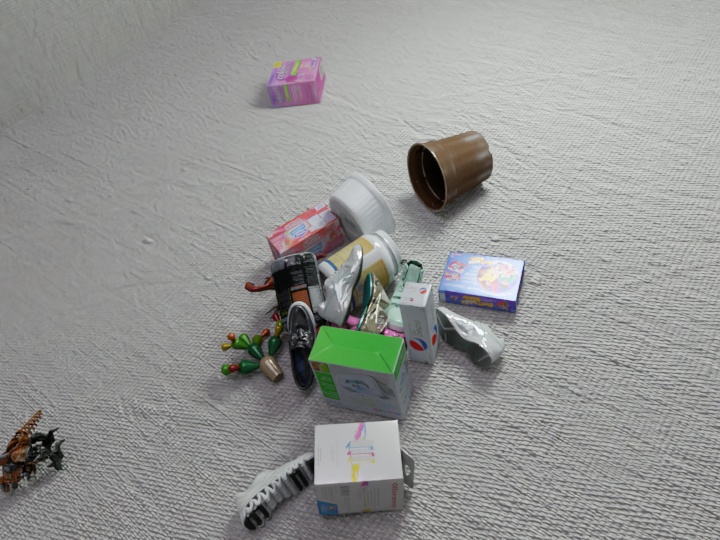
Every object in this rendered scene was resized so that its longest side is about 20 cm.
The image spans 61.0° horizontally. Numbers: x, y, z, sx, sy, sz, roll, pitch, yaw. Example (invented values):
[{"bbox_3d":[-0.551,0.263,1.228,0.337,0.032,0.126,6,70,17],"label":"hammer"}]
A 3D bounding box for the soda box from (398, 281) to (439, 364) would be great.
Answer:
[{"bbox_3d":[0.136,0.122,1.392,0.062,0.203,0.069,6,47,21],"label":"soda box"}]

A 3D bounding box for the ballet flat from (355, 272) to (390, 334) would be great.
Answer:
[{"bbox_3d":[0.034,0.093,1.442,0.073,0.069,0.203,20,43,-8],"label":"ballet flat"}]

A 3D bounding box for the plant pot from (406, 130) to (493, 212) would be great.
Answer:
[{"bbox_3d":[0.266,-0.302,1.779,0.194,0.204,0.200,-24,45,-21],"label":"plant pot"}]

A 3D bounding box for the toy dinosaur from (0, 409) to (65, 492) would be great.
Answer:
[{"bbox_3d":[-0.753,0.415,1.388,0.201,0.134,0.104,-48,57,26],"label":"toy dinosaur"}]

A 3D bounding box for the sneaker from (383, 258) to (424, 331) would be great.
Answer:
[{"bbox_3d":[0.107,0.052,1.488,0.071,0.121,0.202,15,34,6],"label":"sneaker"}]

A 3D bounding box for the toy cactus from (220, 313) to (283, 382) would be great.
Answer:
[{"bbox_3d":[-0.246,0.202,1.505,0.198,0.104,0.164,-32,57,-28],"label":"toy cactus"}]

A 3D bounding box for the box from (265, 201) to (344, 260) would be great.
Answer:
[{"bbox_3d":[-0.156,-0.090,1.742,0.197,0.096,0.103,-32,47,-16],"label":"box"}]

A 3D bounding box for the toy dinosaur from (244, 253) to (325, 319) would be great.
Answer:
[{"bbox_3d":[-0.215,0.016,1.616,0.104,0.204,0.179,39,20,29],"label":"toy dinosaur"}]

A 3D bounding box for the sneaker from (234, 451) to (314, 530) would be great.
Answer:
[{"bbox_3d":[-0.175,0.439,1.270,0.197,0.077,0.080,-34,36,-20],"label":"sneaker"}]

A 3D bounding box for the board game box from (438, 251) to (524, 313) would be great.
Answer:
[{"bbox_3d":[0.307,0.027,1.547,0.194,0.045,0.136,8,50,21],"label":"board game box"}]

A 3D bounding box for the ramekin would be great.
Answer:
[{"bbox_3d":[0.000,-0.159,1.701,0.097,0.203,0.200,-39,50,-14],"label":"ramekin"}]

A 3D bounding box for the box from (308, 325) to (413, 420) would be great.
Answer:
[{"bbox_3d":[0.006,0.224,1.347,0.194,0.179,0.098,7,48,20],"label":"box"}]

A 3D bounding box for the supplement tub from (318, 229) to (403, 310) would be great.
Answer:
[{"bbox_3d":[0.000,0.000,1.582,0.197,0.147,0.144,-32,47,-17],"label":"supplement tub"}]

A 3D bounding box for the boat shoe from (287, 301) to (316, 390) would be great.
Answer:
[{"bbox_3d":[-0.139,0.178,1.423,0.067,0.207,0.066,-1,2,1],"label":"boat shoe"}]

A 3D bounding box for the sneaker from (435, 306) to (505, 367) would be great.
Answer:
[{"bbox_3d":[0.254,0.149,1.441,0.079,0.072,0.199,-25,47,-32],"label":"sneaker"}]

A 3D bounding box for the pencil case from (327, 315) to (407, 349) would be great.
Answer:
[{"bbox_3d":[0.012,0.172,1.459,0.194,0.092,0.095,13,59,23],"label":"pencil case"}]

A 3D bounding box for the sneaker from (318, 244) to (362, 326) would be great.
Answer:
[{"bbox_3d":[-0.045,0.025,1.447,0.078,0.071,0.205,15,68,9],"label":"sneaker"}]

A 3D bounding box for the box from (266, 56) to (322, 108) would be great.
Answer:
[{"bbox_3d":[-0.245,-0.730,2.369,0.193,0.098,0.179,-3,46,12],"label":"box"}]

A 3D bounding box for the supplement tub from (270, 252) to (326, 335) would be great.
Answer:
[{"bbox_3d":[-0.149,0.068,1.520,0.119,0.123,0.207,-13,83,1],"label":"supplement tub"}]

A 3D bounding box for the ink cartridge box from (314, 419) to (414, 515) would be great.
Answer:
[{"bbox_3d":[0.009,0.390,1.212,0.193,0.131,0.128,-3,45,-2],"label":"ink cartridge box"}]
